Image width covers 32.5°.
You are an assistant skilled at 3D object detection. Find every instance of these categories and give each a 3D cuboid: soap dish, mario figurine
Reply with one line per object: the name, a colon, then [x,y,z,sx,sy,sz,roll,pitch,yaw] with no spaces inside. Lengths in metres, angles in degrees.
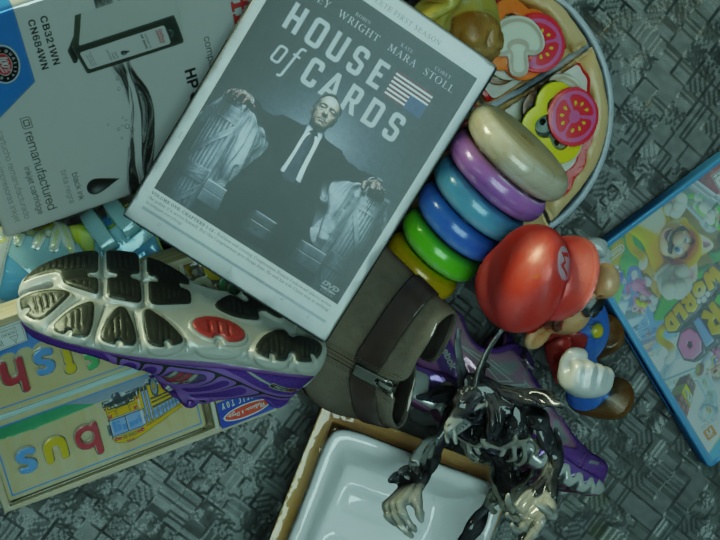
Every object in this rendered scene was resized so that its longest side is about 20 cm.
soap dish: [0.004,0.212,0.898,0.155,0.081,0.203,21,92,-13]
mario figurine: [0.157,0.032,0.846,0.106,0.123,0.200,-44,145,-1]

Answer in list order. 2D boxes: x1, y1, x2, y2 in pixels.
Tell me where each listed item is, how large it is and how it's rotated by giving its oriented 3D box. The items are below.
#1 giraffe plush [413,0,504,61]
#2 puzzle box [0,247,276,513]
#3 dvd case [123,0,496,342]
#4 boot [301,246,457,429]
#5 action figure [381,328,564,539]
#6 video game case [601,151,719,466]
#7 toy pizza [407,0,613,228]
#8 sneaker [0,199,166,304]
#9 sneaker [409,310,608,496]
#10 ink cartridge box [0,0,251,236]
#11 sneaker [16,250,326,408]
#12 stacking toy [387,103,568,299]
giraffe plush: [0.059,-0.217,0.789,0.172,0.162,0.201,43,69,-12]
puzzle box: [-0.158,0.066,0.815,0.198,0.025,0.135,-20,117,-20]
dvd case: [-0.030,-0.080,0.755,0.149,0.025,0.202,32,96,-9]
boot: [0.000,0.000,0.820,0.145,0.070,0.203,29,119,27]
action figure: [0.084,0.145,0.808,0.102,0.117,0.203,-35,114,-51]
video game case: [0.276,0.031,0.964,0.142,0.018,0.201,-35,102,-6]
toy pizza: [0.096,-0.115,0.903,0.197,0.032,0.204,-1,97,-11]
sneaker: [-0.207,-0.019,0.832,0.199,0.079,0.131,37,90,-23]
sneaker: [0.110,0.097,0.913,0.199,0.080,0.089,32,71,-17]
ink cartridge box: [-0.154,-0.130,0.774,0.198,0.084,0.148,-21,128,-16]
sneaker: [-0.119,0.052,0.772,0.197,0.081,0.084,16,128,-21]
stacking toy: [0.051,-0.017,0.867,0.085,0.086,0.200,37,110,-13]
